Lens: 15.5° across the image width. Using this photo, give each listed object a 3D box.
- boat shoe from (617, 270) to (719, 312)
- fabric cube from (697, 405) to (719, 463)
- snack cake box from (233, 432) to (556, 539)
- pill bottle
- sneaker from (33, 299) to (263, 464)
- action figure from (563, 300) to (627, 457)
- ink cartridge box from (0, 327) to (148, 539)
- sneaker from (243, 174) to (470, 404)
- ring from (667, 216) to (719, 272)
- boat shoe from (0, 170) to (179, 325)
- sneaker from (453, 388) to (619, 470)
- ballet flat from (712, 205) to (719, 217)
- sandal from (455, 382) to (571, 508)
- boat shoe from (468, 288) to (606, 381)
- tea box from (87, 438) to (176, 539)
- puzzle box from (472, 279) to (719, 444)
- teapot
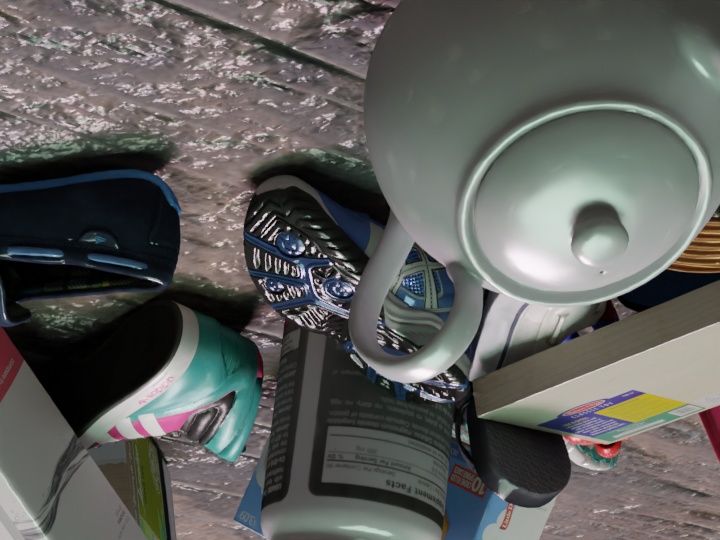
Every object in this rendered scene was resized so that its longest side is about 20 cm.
[{"bbox_3d":[0.248,-0.006,1.575,0.198,0.085,0.069,-9,162,10],"label":"boat shoe"},{"bbox_3d":[0.358,0.096,1.634,0.196,0.201,0.199,-27,172,41],"label":"fabric cube"},{"bbox_3d":[0.021,0.154,1.729,0.199,0.116,0.067,22,178,42],"label":"snack cake box"},{"bbox_3d":[-0.001,0.119,1.622,0.113,0.202,0.114,6,161,2],"label":"pill bottle"},{"bbox_3d":[-0.131,0.087,1.696,0.120,0.084,0.199,22,145,-35],"label":"sneaker"},{"bbox_3d":[0.147,0.038,1.696,0.065,0.099,0.201,-7,137,8],"label":"action figure"},{"bbox_3d":[-0.246,0.137,1.631,0.146,0.083,0.201,-19,116,28],"label":"ink cartridge box"},{"bbox_3d":[0.000,0.000,1.530,0.075,0.077,0.200,-7,144,33],"label":"sneaker"},{"bbox_3d":[0.195,-0.082,1.340,0.199,0.019,0.202,-6,128,-8],"label":"ring"},{"bbox_3d":[-0.197,-0.004,1.428,0.199,0.069,0.084,-13,158,15],"label":"boat shoe"},{"bbox_3d":[0.107,0.092,1.818,0.091,0.078,0.199,-3,163,40],"label":"sneaker"},{"bbox_3d":[0.191,-0.064,1.433,0.072,0.073,0.200,-18,157,26],"label":"ballet flat"},{"bbox_3d":[0.089,0.095,1.644,0.076,0.200,0.043,40,109,-14],"label":"sandal"},{"bbox_3d":[0.110,0.007,1.536,0.069,0.071,0.201,7,144,-6],"label":"boat shoe"},{"bbox_3d":[-0.238,0.188,1.841,0.198,0.135,0.197,-9,160,3],"label":"tea box"},{"bbox_3d":[0.180,0.055,1.549,0.199,0.026,0.133,-24,155,37],"label":"puzzle box"},{"bbox_3d":[0.094,-0.052,1.233,0.196,0.147,0.201,-3,131,-7],"label":"teapot"}]
